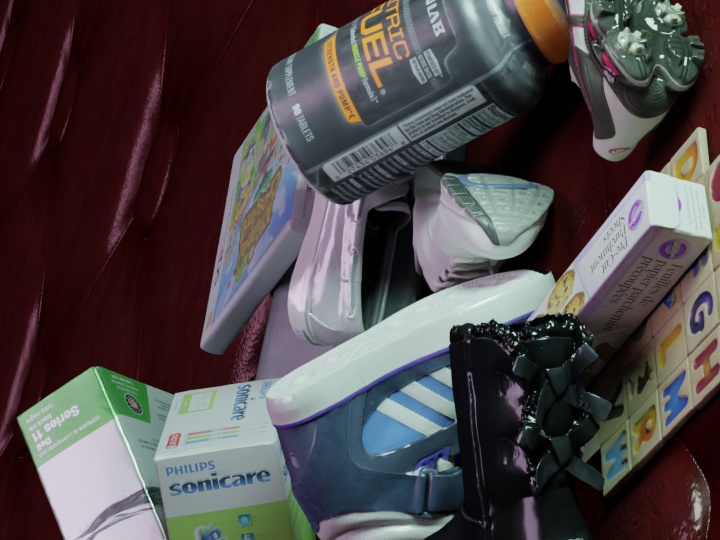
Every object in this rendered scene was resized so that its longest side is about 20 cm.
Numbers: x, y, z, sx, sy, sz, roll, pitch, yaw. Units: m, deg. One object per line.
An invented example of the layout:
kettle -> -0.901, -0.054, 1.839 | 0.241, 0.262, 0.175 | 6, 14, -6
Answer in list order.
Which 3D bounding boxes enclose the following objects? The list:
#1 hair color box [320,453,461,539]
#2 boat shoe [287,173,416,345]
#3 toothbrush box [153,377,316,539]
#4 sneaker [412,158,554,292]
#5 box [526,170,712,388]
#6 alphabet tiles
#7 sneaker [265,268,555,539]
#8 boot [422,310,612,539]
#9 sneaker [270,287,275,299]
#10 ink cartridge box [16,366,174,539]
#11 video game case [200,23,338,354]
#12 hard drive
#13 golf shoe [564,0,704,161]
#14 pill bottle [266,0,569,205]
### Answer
hair color box -> 0.018, 0.196, 1.460 | 0.109, 0.065, 0.201 | 128, 149, -53
boat shoe -> 0.006, -0.044, 1.558 | 0.068, 0.072, 0.201 | 5, 68, 32
toothbrush box -> -0.075, 0.191, 1.534 | 0.146, 0.086, 0.201 | -87, -11, -76
sneaker -> 0.075, -0.022, 1.468 | 0.200, 0.074, 0.087 | -134, 52, -80
box -> 0.130, 0.022, 1.275 | 0.200, 0.039, 0.042 | 125, 152, -47
alphabet tiles -> 0.162, 0.023, 1.253 | 0.200, 0.006, 0.167 | 126, 153, -48
sneaker -> 0.051, 0.100, 1.391 | 0.147, 0.200, 0.081 | 66, 169, -11
boot -> 0.073, 0.110, 1.278 | 0.198, 0.073, 0.163 | -13, 84, 63
sneaker -> -0.030, -0.031, 1.778 | 0.082, 0.078, 0.200 | 72, -163, -45
ink cartridge box -> -0.159, 0.188, 1.705 | 0.083, 0.147, 0.200 | -32, 64, 14
video game case -> -0.068, -0.058, 1.694 | 0.200, 0.022, 0.183 | 130, 153, -54
hard drive -> 0.000, 0.000, 1.610 | 0.139, 0.033, 0.201 | -8, 62, 41
golf shoe -> 0.144, -0.157, 1.342 | 0.088, 0.077, 0.200 | 112, 162, -44
pill bottle -> 0.047, -0.130, 1.463 | 0.200, 0.106, 0.106 | -27, 40, 21
